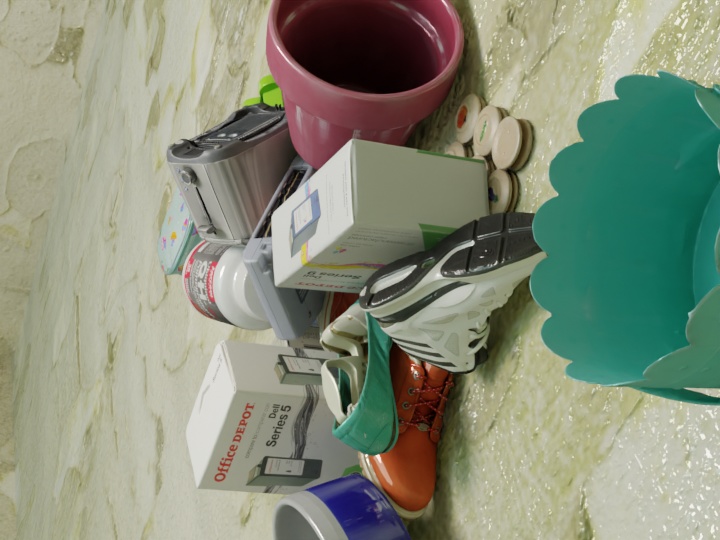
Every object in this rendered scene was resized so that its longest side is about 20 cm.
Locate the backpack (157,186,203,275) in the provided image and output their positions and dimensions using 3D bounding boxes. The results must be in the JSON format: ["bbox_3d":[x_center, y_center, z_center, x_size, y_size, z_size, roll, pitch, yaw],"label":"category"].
[{"bbox_3d":[-0.198,-0.045,1.731,0.176,0.153,0.200,-63,36,27],"label":"backpack"}]

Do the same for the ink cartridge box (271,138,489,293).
[{"bbox_3d":[0.015,-0.044,1.200,0.200,0.145,0.088,148,124,-59],"label":"ink cartridge box"}]

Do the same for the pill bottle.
[{"bbox_3d":[-0.136,0.014,1.476,0.200,0.111,0.111,7,89,65],"label":"pill bottle"}]

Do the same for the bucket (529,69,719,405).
[{"bbox_3d":[0.217,-0.016,0.780,0.207,0.135,0.208,-173,90,-68],"label":"bucket"}]

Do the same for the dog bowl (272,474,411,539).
[{"bbox_3d":[-0.009,0.303,1.186,0.200,0.079,0.200,47,146,46],"label":"dog bowl"}]

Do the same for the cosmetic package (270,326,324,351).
[{"bbox_3d":[-0.088,0.163,1.458,0.200,0.073,0.104,122,147,-44],"label":"cosmetic package"}]

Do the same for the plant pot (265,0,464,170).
[{"bbox_3d":[-0.005,-0.200,1.303,0.179,0.200,0.200,105,161,-56],"label":"plant pot"}]

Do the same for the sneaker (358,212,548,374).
[{"bbox_3d":[0.109,0.024,1.109,0.200,0.115,0.076,-22,32,30],"label":"sneaker"}]

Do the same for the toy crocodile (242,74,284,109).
[{"bbox_3d":[-0.063,-0.214,1.498,0.200,0.062,0.068,-21,59,19],"label":"toy crocodile"}]

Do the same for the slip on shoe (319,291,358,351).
[{"bbox_3d":[0.000,0.000,1.378,0.061,0.074,0.200,-5,66,27],"label":"slip on shoe"}]

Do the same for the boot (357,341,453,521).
[{"bbox_3d":[0.051,0.138,1.198,0.107,0.075,0.200,-42,44,50],"label":"boot"}]

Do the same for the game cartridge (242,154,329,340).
[{"bbox_3d":[-0.065,-0.025,1.350,0.133,0.041,0.200,66,-148,-34],"label":"game cartridge"}]

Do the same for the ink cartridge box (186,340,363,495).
[{"bbox_3d":[-0.068,0.161,1.297,0.084,0.200,0.146,-112,37,-49],"label":"ink cartridge box"}]

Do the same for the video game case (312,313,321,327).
[{"bbox_3d":[-0.045,0.121,1.486,0.200,0.018,0.143,-174,91,-67],"label":"video game case"}]

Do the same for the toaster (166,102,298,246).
[{"bbox_3d":[-0.122,-0.113,1.415,0.114,0.200,0.129,6,120,40],"label":"toaster"}]

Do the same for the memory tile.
[{"bbox_3d":[0.106,-0.066,1.201,0.153,0.017,0.200,-133,55,-61],"label":"memory tile"}]

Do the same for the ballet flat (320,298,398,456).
[{"bbox_3d":[-0.004,0.086,1.191,0.067,0.070,0.200,-46,33,37],"label":"ballet flat"}]
